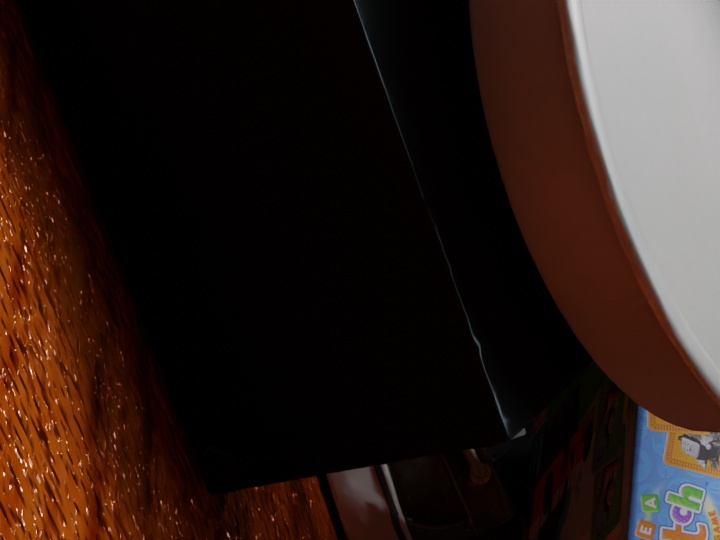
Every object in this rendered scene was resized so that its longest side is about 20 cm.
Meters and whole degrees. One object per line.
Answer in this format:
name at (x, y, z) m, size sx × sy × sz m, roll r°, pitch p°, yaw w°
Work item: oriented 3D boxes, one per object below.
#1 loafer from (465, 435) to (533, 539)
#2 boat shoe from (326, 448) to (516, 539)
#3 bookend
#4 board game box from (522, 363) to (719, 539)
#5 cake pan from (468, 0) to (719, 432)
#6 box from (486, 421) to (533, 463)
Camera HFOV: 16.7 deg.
loafer at (0.075, 0.141, 0.922) m, size 0.072 × 0.073 × 0.200 m, roll 48°, pitch -17°, yaw 29°
boat shoe at (0.000, 0.000, 0.850) m, size 0.071 × 0.063 × 0.201 m, roll 24°, pitch 47°, yaw -83°
bookend at (0.011, -0.076, 0.638) m, size 0.199 × 0.092 × 0.201 m, roll -37°, pitch 110°, yaw -54°
board game box at (0.076, 0.111, 0.745) m, size 0.151 × 0.036 × 0.201 m, roll 113°, pitch -16°, yaw -66°
cake pan at (0.089, -0.047, 0.624) m, size 0.200 × 0.037 × 0.201 m, roll 25°, pitch 58°, yaw -49°
box at (0.021, -0.009, 0.989) m, size 0.164 × 0.086 × 0.201 m, roll 36°, pitch 35°, yaw -82°
